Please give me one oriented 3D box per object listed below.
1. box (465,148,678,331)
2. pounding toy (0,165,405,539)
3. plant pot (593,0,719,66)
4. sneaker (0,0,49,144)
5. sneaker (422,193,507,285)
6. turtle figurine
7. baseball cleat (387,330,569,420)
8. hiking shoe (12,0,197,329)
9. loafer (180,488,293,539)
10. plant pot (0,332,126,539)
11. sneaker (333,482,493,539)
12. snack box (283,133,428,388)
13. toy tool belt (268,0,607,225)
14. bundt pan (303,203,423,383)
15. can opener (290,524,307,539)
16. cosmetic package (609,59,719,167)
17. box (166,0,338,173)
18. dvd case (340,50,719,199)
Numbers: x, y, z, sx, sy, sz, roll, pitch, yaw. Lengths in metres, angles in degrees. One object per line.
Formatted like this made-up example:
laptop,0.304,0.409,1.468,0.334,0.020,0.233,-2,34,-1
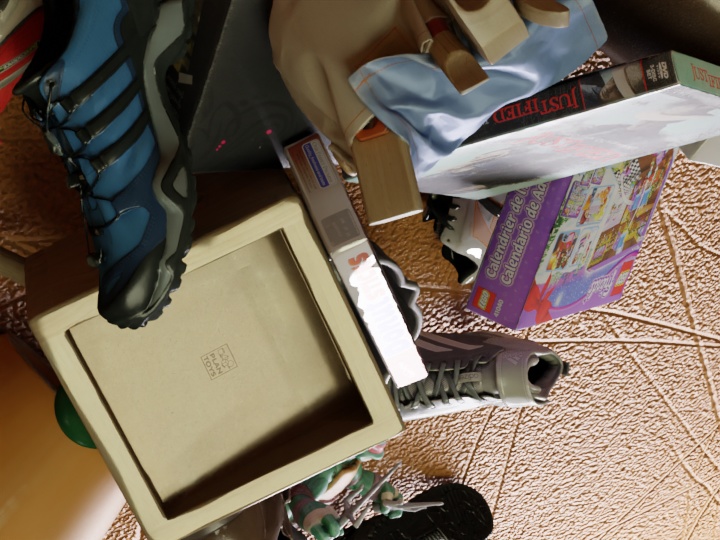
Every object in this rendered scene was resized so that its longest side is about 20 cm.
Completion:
box,0.144,-0.040,1.117,0.200,0.039,0.137,-10,122,-63
pounding toy,-0.112,0.032,0.982,0.200,0.142,0.184,-25,113,-2
plant pot,0.168,-0.192,0.961,0.200,0.187,0.187,18,124,-29
sneaker,-0.230,-0.076,0.901,0.200,0.077,0.085,-38,148,12
sneaker,0.077,-0.053,1.130,0.080,0.074,0.200,-26,143,-1
turtle figurine,-0.027,0.169,1.298,0.200,0.101,0.150,-40,160,28
baseball cleat,0.063,0.073,1.246,0.200,0.106,0.070,-10,97,-35
hiking shoe,-0.133,-0.070,0.858,0.087,0.200,0.074,2,173,-30
loafer,-0.078,0.156,1.078,0.073,0.071,0.200,-25,-176,9
plant pot,-0.241,0.145,1.072,0.183,0.200,0.200,-45,143,-4
sneaker,0.016,0.230,1.435,0.104,0.060,0.200,-30,166,38
snack box,0.000,0.000,0.987,0.024,0.072,0.200,-25,153,0
toy tool belt,0.062,-0.115,0.827,0.200,0.123,0.125,-36,146,5
bundt pan,-0.064,0.034,1.135,0.202,0.076,0.202,-17,142,-14
can opener,-0.127,0.151,1.193,0.200,0.053,0.066,36,153,-12
cosmetic package,0.264,-0.168,1.089,0.085,0.108,0.200,7,132,-41
box,-0.036,-0.158,0.902,0.122,0.106,0.200,-5,138,-29
dvd case,0.109,-0.074,0.933,0.200,0.022,0.146,-15,169,32
